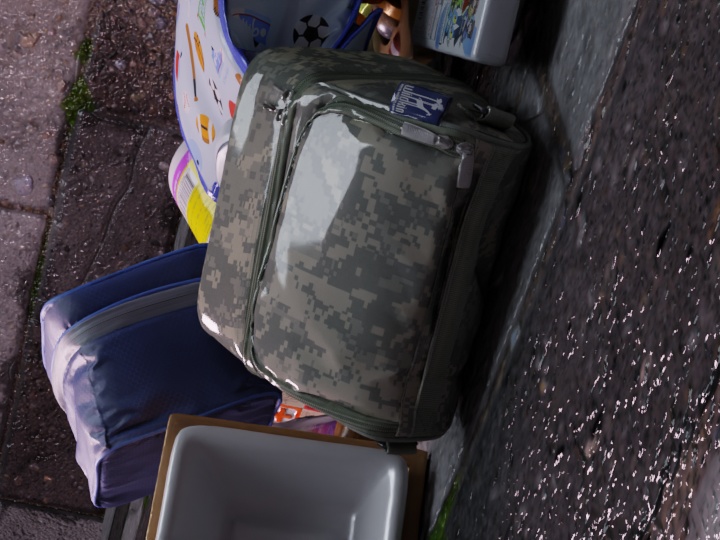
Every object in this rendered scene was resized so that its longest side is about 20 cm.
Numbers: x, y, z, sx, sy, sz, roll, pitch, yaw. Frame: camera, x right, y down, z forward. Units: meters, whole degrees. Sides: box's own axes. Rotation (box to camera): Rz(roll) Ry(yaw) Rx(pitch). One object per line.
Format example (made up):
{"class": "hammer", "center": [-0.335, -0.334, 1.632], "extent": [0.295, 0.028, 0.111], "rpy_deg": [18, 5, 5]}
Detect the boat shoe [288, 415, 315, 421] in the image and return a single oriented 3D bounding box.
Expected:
{"class": "boat shoe", "center": [-0.057, 0.199, 1.266], "extent": [0.062, 0.073, 0.200], "rpy_deg": [116, 168, -67]}

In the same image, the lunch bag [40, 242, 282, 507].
{"class": "lunch bag", "center": [-0.140, 0.069, 1.193], "extent": [0.200, 0.136, 0.133], "rpy_deg": [116, 134, -67]}

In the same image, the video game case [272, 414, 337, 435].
{"class": "video game case", "center": [-0.076, 0.198, 1.235], "extent": [0.200, 0.024, 0.182], "rpy_deg": [-15, 59, 44]}

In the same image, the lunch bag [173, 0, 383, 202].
{"class": "lunch bag", "center": [-0.057, -0.158, 1.126], "extent": [0.170, 0.124, 0.200], "rpy_deg": [120, 158, -61]}

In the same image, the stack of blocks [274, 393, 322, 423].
{"class": "stack of blocks", "center": [-0.082, 0.108, 1.382], "extent": [0.200, 0.115, 0.059], "rpy_deg": [111, 166, -44]}

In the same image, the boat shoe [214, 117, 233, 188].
{"class": "boat shoe", "center": [-0.048, -0.010, 1.094], "extent": [0.200, 0.073, 0.065], "rpy_deg": [68, -149, -47]}

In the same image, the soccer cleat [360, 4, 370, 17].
{"class": "soccer cleat", "center": [0.026, -0.227, 1.296], "extent": [0.084, 0.065, 0.200], "rpy_deg": [-62, 2, -8]}

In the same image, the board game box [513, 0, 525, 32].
{"class": "board game box", "center": [0.100, -0.270, 1.075], "extent": [0.200, 0.026, 0.200], "rpy_deg": [-93, 18, -55]}

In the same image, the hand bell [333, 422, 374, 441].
{"class": "hand bell", "center": [-0.021, 0.144, 1.124], "extent": [0.200, 0.104, 0.104], "rpy_deg": [-61, 8, -9]}

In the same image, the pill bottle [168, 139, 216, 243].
{"class": "pill bottle", "center": [-0.061, -0.020, 1.295], "extent": [0.200, 0.104, 0.104], "rpy_deg": [58, 143, 34]}

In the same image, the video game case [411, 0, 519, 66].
{"class": "video game case", "center": [0.077, -0.223, 1.015], "extent": [0.182, 0.022, 0.200], "rpy_deg": [-132, 54, -76]}

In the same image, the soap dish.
{"class": "soap dish", "center": [-0.050, 0.194, 1.021], "extent": [0.081, 0.157, 0.200], "rpy_deg": [89, -171, -70]}

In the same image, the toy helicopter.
{"class": "toy helicopter", "center": [0.024, -0.131, 1.211], "extent": [0.132, 0.079, 0.200], "rpy_deg": [165, 104, -72]}

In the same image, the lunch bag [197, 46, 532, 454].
{"class": "lunch bag", "center": [0.010, -0.018, 0.982], "extent": [0.168, 0.139, 0.200], "rpy_deg": [34, 116, 49]}
